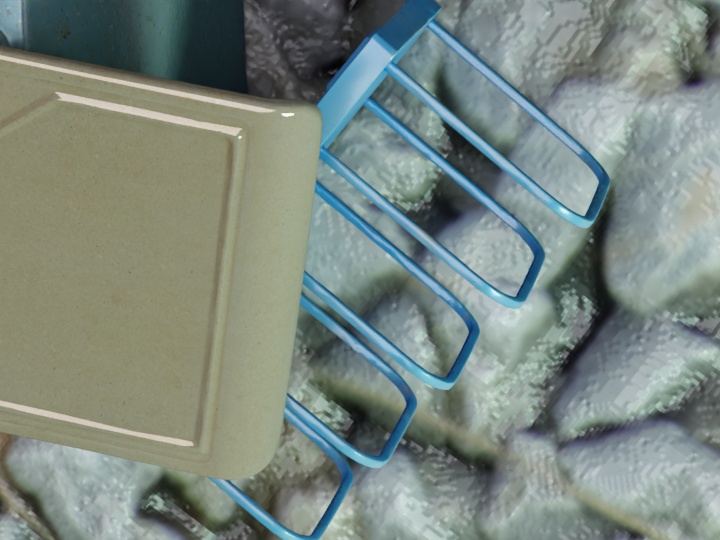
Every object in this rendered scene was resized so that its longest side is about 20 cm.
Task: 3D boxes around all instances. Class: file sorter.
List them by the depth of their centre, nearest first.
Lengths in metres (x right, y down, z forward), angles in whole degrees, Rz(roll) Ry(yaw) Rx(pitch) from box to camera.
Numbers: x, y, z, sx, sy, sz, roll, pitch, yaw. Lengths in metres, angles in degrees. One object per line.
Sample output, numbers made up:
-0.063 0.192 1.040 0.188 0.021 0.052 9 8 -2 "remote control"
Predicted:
0.000 0.000 1.298 0.123 0.139 0.200 39 106 -1 "file sorter"

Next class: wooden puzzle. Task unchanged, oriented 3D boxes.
-0.122 -0.009 1.202 0.200 0.037 0.185 9 125 0 "wooden puzzle"

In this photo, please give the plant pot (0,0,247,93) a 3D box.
-0.169 -0.144 1.272 0.196 0.200 0.196 2 101 12 "plant pot"
